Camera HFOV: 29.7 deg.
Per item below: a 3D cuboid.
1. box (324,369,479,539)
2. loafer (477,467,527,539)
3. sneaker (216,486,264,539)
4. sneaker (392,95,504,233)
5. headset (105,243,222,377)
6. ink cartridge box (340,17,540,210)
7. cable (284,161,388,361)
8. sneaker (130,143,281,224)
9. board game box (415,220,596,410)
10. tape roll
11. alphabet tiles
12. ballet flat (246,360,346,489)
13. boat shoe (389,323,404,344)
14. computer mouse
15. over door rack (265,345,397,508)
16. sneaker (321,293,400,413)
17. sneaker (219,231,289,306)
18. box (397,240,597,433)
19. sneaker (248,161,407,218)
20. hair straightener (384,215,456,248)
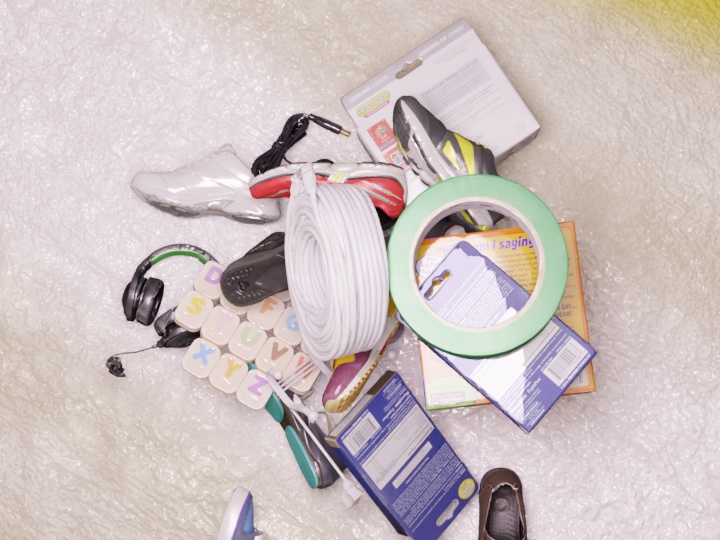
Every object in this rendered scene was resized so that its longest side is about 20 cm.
[{"bbox_3d":[0.055,0.238,1.677,0.121,0.032,0.200,-45,111,-24],"label":"box"},{"bbox_3d":[0.175,0.349,1.699,0.072,0.071,0.202,-6,84,3],"label":"loafer"},{"bbox_3d":[-0.118,0.386,1.719,0.145,0.081,0.201,14,82,-3],"label":"sneaker"},{"bbox_3d":[0.115,-0.137,1.675,0.084,0.074,0.201,-34,87,-19],"label":"sneaker"},{"bbox_3d":[-0.257,0.053,1.746,0.123,0.094,0.200,36,77,7],"label":"headset"},{"bbox_3d":[0.100,-0.195,1.750,0.199,0.084,0.176,-32,84,0],"label":"ink cartridge box"},{"bbox_3d":[-0.030,0.000,1.546,0.069,0.201,0.201,-8,55,-21],"label":"cable"},{"bbox_3d":[-0.198,-0.118,1.776,0.198,0.078,0.100,7,78,-4],"label":"sneaker"},{"bbox_3d":[0.168,0.061,1.663,0.198,0.200,0.201,-7,84,4],"label":"board game box"},{"bbox_3d":[0.128,-0.004,1.502,0.199,0.048,0.202,-1,82,4],"label":"tape roll"},{"bbox_3d":[-0.132,0.072,1.732,0.199,0.015,0.196,29,61,3],"label":"alphabet tiles"},{"bbox_3d":[-0.079,0.184,1.741,0.073,0.073,0.201,-32,76,0],"label":"ballet flat"},{"bbox_3d":[0.000,0.000,1.747,0.073,0.067,0.201,-33,83,0],"label":"boat shoe"},{"bbox_3d":[-0.031,-0.122,1.764,0.199,0.046,0.141,24,56,7],"label":"computer mouse"},{"bbox_3d":[-0.004,0.169,1.690,0.147,0.067,0.201,-35,94,-27],"label":"over door rack"},{"bbox_3d":[-0.015,0.084,1.646,0.090,0.075,0.200,30,51,4],"label":"sneaker"},{"bbox_3d":[-0.071,-0.018,1.700,0.198,0.114,0.077,-18,107,20],"label":"sneaker"},{"bbox_3d":[0.152,0.073,1.538,0.200,0.032,0.121,41,88,7],"label":"box"},{"bbox_3d":[-0.041,-0.091,1.676,0.198,0.077,0.086,-1,90,6],"label":"sneaker"},{"bbox_3d":[0.116,-0.064,1.740,0.199,0.077,0.041,-23,82,1],"label":"hair straightener"}]
